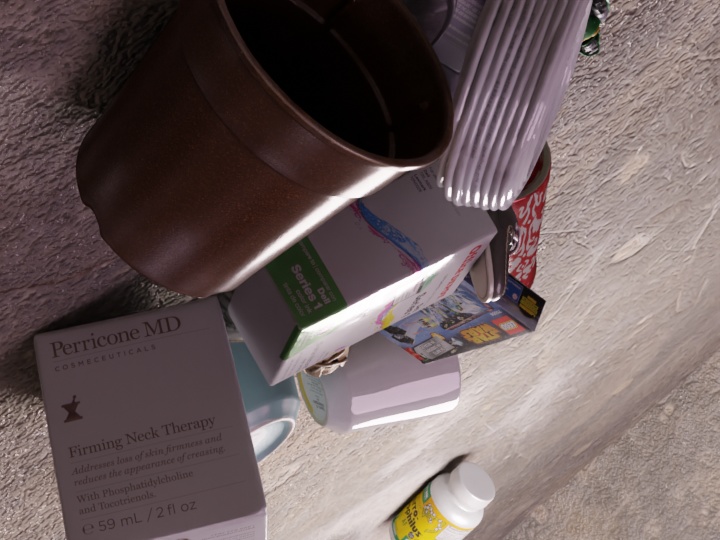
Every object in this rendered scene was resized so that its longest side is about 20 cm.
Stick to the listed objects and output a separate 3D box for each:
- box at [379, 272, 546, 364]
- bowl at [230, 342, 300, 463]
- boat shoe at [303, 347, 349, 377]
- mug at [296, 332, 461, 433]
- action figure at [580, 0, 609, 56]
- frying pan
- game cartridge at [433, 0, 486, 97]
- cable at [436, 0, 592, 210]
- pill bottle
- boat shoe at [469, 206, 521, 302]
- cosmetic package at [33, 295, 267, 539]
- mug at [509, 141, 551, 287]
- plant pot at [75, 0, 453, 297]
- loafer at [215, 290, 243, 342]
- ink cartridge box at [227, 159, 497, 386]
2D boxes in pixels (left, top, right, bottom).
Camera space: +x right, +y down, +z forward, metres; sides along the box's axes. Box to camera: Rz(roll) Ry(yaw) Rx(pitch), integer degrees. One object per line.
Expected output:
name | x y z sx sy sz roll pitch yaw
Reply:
box | 0.071 0.027 1.447 0.200 0.137 0.040 -22 -144 57
bowl | -0.141 0.146 1.505 0.200 0.105 0.201 -32 161 -12
boat shoe | -0.035 0.071 1.471 0.071 0.065 0.200 -18 176 -8
mug | 0.010 0.123 1.655 0.152 0.150 0.187 -18 148 -23
action figure | 0.171 -0.226 1.250 0.118 0.055 0.200 -29 159 18
frying pan | 0.021 -0.161 1.075 0.114 0.031 0.191 -17 142 -19
game cartridge | 0.049 -0.195 1.103 0.130 0.038 0.200 -48 144 16
cable | 0.112 -0.137 1.050 0.200 0.069 0.201 -63 171 -46
pill bottle | 0.149 0.434 2.609 0.112 0.113 0.200 -9 147 -51
boat shoe | 0.120 -0.064 1.300 0.057 0.201 0.067 -1 148 -10
cosmetic package | -0.180 0.159 1.275 0.166 0.201 0.167 -12 155 -9
mug | 0.107 -0.048 1.445 0.177 0.134 0.200 -31 156 -19
plant pot | -0.076 -0.097 0.969 0.198 0.201 0.200 -39 162 34
loafer | -0.060 0.018 1.393 0.199 0.075 0.070 -27 154 -23
ink cartridge box | 0.000 0.000 1.233 0.199 0.084 0.145 -26 166 -23
